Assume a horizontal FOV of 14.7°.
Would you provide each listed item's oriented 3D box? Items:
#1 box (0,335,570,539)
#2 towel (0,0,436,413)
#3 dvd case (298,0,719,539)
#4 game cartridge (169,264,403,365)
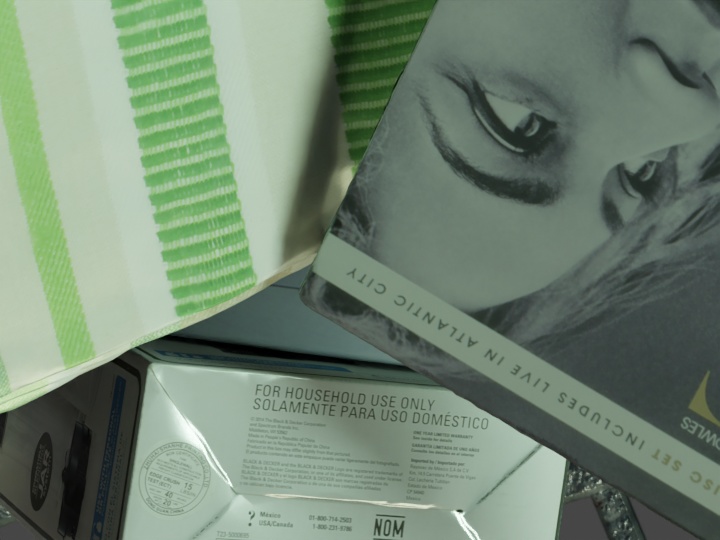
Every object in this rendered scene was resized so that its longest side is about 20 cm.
[{"bbox_3d":[-0.037,0.042,0.754,0.117,0.060,0.200,6,-175,-20],"label":"box"},{"bbox_3d":[-0.034,-0.059,0.609,0.200,0.153,0.023,-24,-145,-24],"label":"towel"},{"bbox_3d":[0.088,-0.039,0.582,0.200,0.149,0.016,-64,168,26],"label":"dvd case"},{"bbox_3d":[0.000,0.000,0.746,0.200,0.040,0.133,7,-171,-6],"label":"game cartridge"}]
